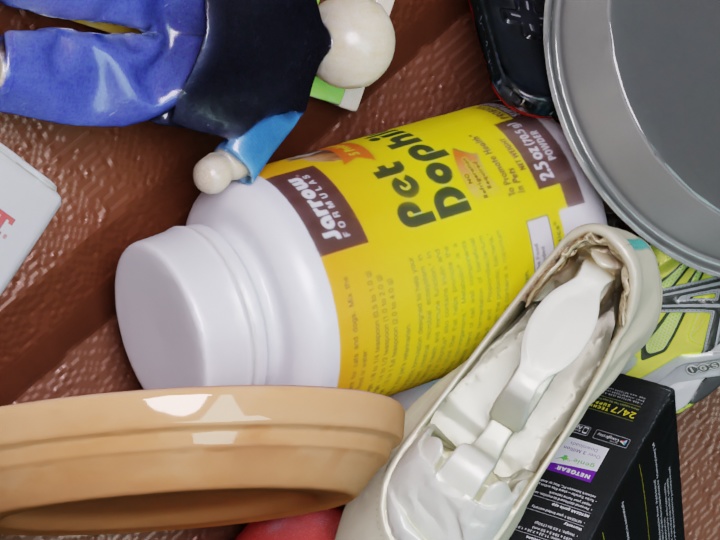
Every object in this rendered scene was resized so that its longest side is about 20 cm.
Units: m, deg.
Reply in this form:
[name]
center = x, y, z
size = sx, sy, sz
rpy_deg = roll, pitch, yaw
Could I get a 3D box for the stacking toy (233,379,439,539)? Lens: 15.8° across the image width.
[stacking toy]
center = 0.003, 0.125, 1.142
size = 0.146, 0.146, 0.201
rpy_deg = 39, 71, -37

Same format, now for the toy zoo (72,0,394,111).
[toy zoo]
center = -0.062, -0.153, 1.062
size = 0.199, 0.020, 0.132
rpy_deg = 15, 97, -37

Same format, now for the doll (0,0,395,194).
[doll]
center = -0.067, -0.100, 1.031
size = 0.199, 0.048, 0.138
rpy_deg = 3, 94, -36

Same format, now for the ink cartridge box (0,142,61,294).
[ink cartridge box]
center = -0.229, 0.008, 0.960
size = 0.144, 0.084, 0.201
rpy_deg = 38, 84, -37

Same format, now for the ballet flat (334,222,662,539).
[ballet flat]
center = 0.053, 0.063, 1.053
size = 0.069, 0.069, 0.201
rpy_deg = 39, 84, -37

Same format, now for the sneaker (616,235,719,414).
[sneaker]
center = 0.170, -0.003, 1.173
size = 0.200, 0.076, 0.076
rpy_deg = -36, 114, 23

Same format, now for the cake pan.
[cake pan]
center = 0.174, -0.096, 1.089
size = 0.199, 0.037, 0.202
rpy_deg = 3, 82, -20

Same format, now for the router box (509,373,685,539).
[router box]
center = 0.102, 0.167, 1.201
size = 0.149, 0.051, 0.201
rpy_deg = -55, 148, -38

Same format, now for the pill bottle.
[pill bottle]
center = 0.000, 0.000, 1.100
size = 0.199, 0.109, 0.110
rpy_deg = -18, 115, -30

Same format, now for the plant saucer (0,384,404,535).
[plant saucer]
center = -0.080, 0.078, 1.018
size = 0.199, 0.200, 0.038
rpy_deg = 4, 77, -35

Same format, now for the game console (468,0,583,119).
[game console]
center = 0.150, -0.159, 1.118
size = 0.198, 0.173, 0.119
rpy_deg = 3, 141, -19

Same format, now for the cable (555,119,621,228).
[cable]
center = 0.120, -0.111, 1.204
size = 0.096, 0.050, 0.202
rpy_deg = 6, 90, -19
